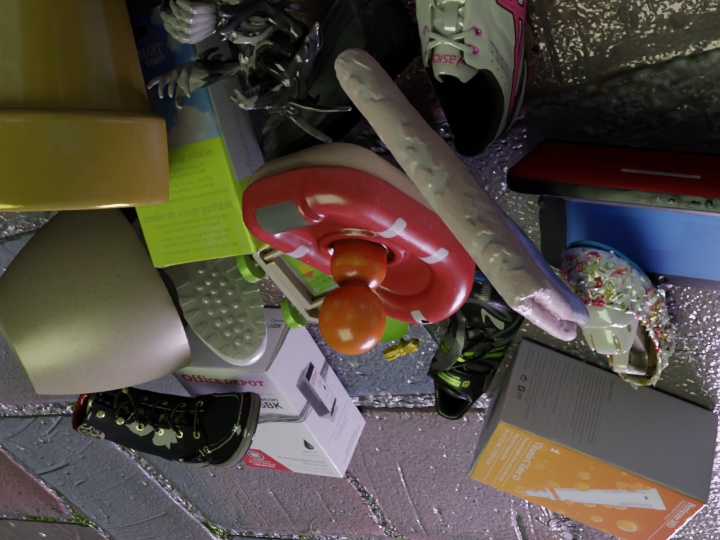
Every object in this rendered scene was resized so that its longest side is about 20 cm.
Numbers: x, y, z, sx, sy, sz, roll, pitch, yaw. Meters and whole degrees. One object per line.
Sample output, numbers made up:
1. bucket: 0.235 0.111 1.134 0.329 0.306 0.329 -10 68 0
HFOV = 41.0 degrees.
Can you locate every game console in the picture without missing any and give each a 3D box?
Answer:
1. game console: 0.213 -0.022 0.682 0.197 0.172 0.121 8 109 21

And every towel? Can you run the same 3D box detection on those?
1. towel: 0.074 -0.045 0.650 0.201 0.032 0.191 54 -169 22

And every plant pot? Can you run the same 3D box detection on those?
1. plant pot: -0.241 -0.142 0.697 0.198 0.200 0.192 2 96 27

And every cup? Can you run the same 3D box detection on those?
1. cup: -0.277 0.040 0.944 0.201 0.142 0.201 48 156 29

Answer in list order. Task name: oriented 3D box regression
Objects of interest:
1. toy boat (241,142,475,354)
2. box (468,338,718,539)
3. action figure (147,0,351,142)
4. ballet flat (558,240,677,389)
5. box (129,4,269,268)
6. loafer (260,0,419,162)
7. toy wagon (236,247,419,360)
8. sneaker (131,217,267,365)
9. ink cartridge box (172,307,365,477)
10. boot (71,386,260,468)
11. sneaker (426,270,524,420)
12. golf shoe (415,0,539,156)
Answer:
1. toy boat: 0.000 0.000 0.731 0.129 0.133 0.199 -11 152 41
2. box: 0.221 0.170 0.926 0.198 0.098 0.125 21 143 5
3. action figure: -0.098 -0.160 0.656 0.201 0.102 0.119 51 148 11
4. ballet flat: 0.207 0.043 0.757 0.075 0.065 0.200 2 159 35
5. box: -0.146 -0.109 0.787 0.121 0.048 0.203 -7 105 34
6. loafer: -0.026 -0.144 0.722 0.071 0.068 0.200 61 144 7
7. toy wagon: -0.011 0.004 0.880 0.154 0.040 0.200 -23 125 25
8. sneaker: -0.150 0.022 0.937 0.200 0.076 0.081 49 160 29
9. ink cartridge box: -0.103 0.139 1.086 0.145 0.083 0.201 -1 137 32
10. boot: -0.204 0.154 1.000 0.152 0.074 0.203 21 153 -25
11. sneaker: 0.105 0.074 0.887 0.070 0.083 0.201 18 143 8
12. golf shoe: 0.071 -0.166 0.609 0.072 0.093 0.201 4 137 26
